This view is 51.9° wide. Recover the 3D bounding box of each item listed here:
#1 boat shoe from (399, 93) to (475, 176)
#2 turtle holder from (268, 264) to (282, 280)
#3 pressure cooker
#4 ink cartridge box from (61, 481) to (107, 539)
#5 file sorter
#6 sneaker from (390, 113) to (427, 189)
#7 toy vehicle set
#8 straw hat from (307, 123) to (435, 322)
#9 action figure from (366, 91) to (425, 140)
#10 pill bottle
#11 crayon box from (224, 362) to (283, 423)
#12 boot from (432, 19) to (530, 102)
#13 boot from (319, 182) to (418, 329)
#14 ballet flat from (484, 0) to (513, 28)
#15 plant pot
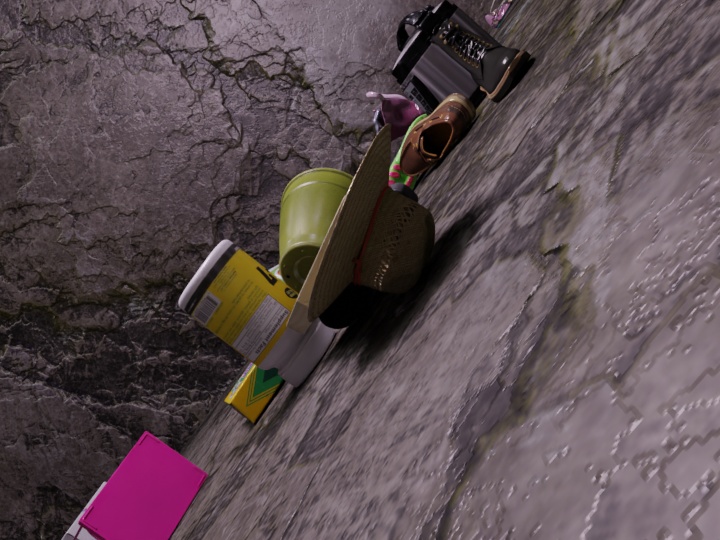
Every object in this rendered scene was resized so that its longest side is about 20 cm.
[{"bbox_3d":[0.116,-0.217,1.245,0.068,0.072,0.200,-54,7,-35],"label":"boat shoe"},{"bbox_3d":[-0.154,0.072,1.497,0.188,0.138,0.133,89,-161,-45],"label":"turtle holder"},{"bbox_3d":[0.149,-0.388,1.354,0.176,0.199,0.180,-45,9,41],"label":"pressure cooker"},{"bbox_3d":[-0.488,0.531,1.382,0.147,0.143,0.200,-55,5,9],"label":"ink cartridge box"},{"bbox_3d":[-0.390,0.422,1.292,0.126,0.138,0.201,-52,5,38],"label":"file sorter"},{"bbox_3d":[0.096,-0.217,1.401,0.202,0.076,0.084,-54,9,-16],"label":"sneaker"},{"bbox_3d":[-0.044,0.001,0.864,0.200,0.026,0.126,126,169,-75],"label":"toy vehicle set"},{"bbox_3d":[0.026,-0.027,0.704,0.201,0.083,0.205,23,-91,-85],"label":"straw hat"},{"bbox_3d":[0.120,-0.323,1.492,0.196,0.152,0.134,-21,18,2],"label":"action figure"},{"bbox_3d":[-0.139,0.062,1.011,0.115,0.199,0.114,-51,6,7],"label":"pill bottle"},{"bbox_3d":[-0.163,0.174,1.291,0.174,0.058,0.200,-56,5,-14],"label":"crayon box"},{"bbox_3d":[0.167,-0.320,1.089,0.078,0.137,0.200,-51,6,3],"label":"boot"},{"bbox_3d":[0.000,-0.001,0.986,0.166,0.065,0.203,-59,6,52],"label":"boot"},{"bbox_3d":[0.462,-0.857,2.311,0.201,0.071,0.069,-51,4,25],"label":"ballet flat"},{"bbox_3d":[-0.077,-0.058,1.415,0.201,0.198,0.195,-49,18,35],"label":"plant pot"}]
